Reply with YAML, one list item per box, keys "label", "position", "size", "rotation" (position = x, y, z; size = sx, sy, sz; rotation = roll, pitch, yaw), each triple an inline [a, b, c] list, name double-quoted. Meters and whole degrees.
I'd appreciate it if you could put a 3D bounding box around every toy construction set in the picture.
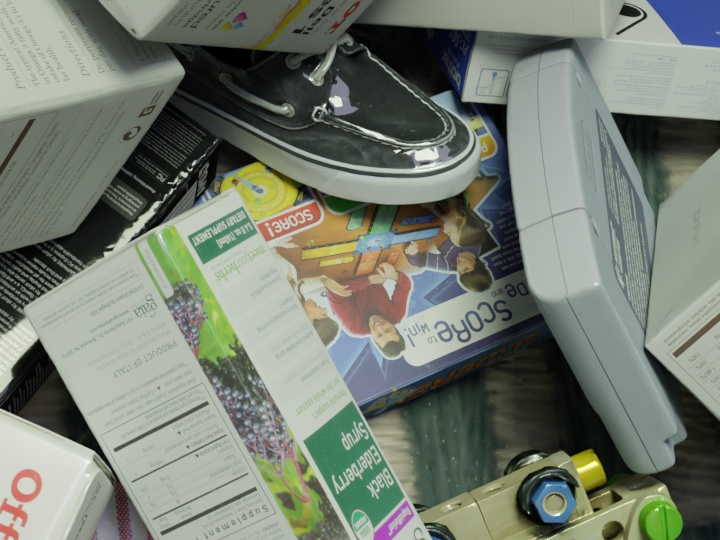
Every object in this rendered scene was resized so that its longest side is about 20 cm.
- label: "toy construction set"
  position: [0.081, 0.158, 0.989]
  size: [0.200, 0.092, 0.131]
  rotation: [-26, 101, -19]

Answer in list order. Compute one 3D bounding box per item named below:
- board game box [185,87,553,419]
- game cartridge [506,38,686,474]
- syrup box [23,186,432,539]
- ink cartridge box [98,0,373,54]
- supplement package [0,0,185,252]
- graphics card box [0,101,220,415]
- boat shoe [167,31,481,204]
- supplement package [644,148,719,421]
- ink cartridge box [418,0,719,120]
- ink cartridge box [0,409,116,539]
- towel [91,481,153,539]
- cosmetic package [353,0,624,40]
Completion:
- label: "board game box"
  position: [0.000, 0.000, 1.059]
  size: [0.200, 0.034, 0.135]
  rotation: [-21, 74, -25]
- label: "game cartridge"
  position: [0.109, -0.017, 1.015]
  size: [0.133, 0.042, 0.200]
  rotation: [55, 22, -32]
- label: "syrup box"
  position: [-0.048, 0.076, 0.912]
  size: [0.200, 0.081, 0.079]
  rotation: [60, 28, -2]
- label: "ink cartridge box"
  position: [-0.030, -0.171, 0.912]
  size: [0.084, 0.145, 0.200]
  rotation: [48, 17, 11]
- label: "supplement package"
  position: [-0.195, -0.071, 0.869]
  size: [0.200, 0.117, 0.117]
  rotation: [-17, 67, -44]
- label: "graphics card box"
  position: [-0.171, -0.016, 0.982]
  size: [0.125, 0.051, 0.200]
  rotation: [35, 70, 7]
- label: "boat shoe"
  position: [-0.033, -0.097, 1.045]
  size: [0.200, 0.068, 0.072]
  rotation: [25, 49, 15]
- label: "supplement package"
  position: [0.229, -0.013, 1.014]
  size: [0.111, 0.156, 0.200]
  rotation: [44, 21, -8]
- label: "ink cartridge box"
  position: [0.138, -0.120, 1.134]
  size: [0.200, 0.044, 0.094]
  rotation: [3, 30, -17]
- label: "ink cartridge box"
  position: [-0.219, 0.106, 0.871]
  size: [0.200, 0.083, 0.147]
  rotation: [23, 78, 5]
- label: "towel"
  position: [-0.163, 0.166, 0.932]
  size: [0.200, 0.030, 0.146]
  rotation: [-4, 67, -20]
- label: "cosmetic package"
  position: [0.032, -0.182, 1.059]
  size: [0.200, 0.108, 0.085]
  rotation: [5, 33, 19]
